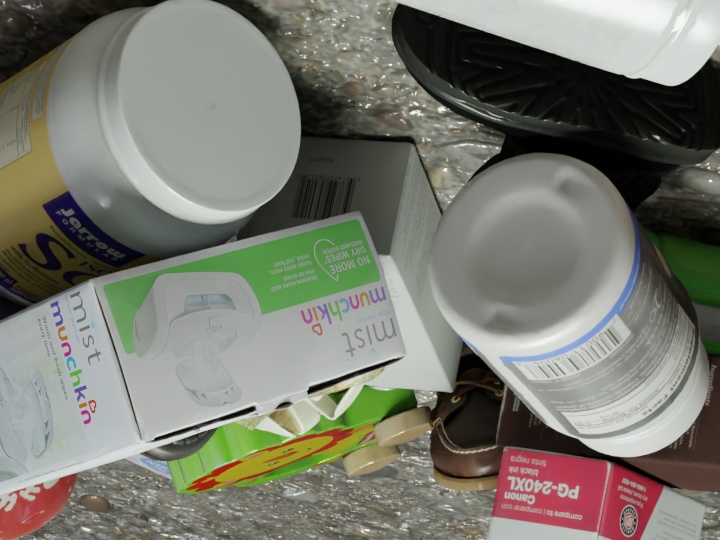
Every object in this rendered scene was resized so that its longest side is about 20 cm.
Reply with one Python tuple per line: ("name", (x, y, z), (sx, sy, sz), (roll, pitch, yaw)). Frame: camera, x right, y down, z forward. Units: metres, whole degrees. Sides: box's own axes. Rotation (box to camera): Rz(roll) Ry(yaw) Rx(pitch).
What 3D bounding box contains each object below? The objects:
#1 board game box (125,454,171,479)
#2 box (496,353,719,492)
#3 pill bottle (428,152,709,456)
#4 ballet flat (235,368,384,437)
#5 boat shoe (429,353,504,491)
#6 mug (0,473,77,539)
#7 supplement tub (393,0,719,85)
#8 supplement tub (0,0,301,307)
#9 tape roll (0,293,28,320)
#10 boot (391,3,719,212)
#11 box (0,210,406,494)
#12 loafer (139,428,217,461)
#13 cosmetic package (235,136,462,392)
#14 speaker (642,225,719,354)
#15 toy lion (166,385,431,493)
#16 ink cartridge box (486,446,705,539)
("board game box", (-0.165, 0.107, 1.661), (0.199, 0.044, 0.198), (29, 149, -32))
("box", (0.193, 0.095, 1.262), (0.199, 0.076, 0.100), (-1, 162, 44))
("pill bottle", (0.124, 0.027, 1.128), (0.113, 0.115, 0.200), (-2, 156, 25))
("ballet flat", (-0.041, 0.073, 1.313), (0.070, 0.071, 0.200), (21, 154, -20))
("boat shoe", (0.079, 0.102, 1.406), (0.070, 0.071, 0.200), (-7, -173, -1))
("mug", (-0.308, 0.099, 1.536), (0.176, 0.134, 0.201), (-14, 138, -16))
("supplement tub", (0.068, -0.171, 0.897), (0.198, 0.133, 0.132), (16, 154, -10))
("supplement tub", (-0.141, -0.066, 1.178), (0.145, 0.147, 0.199), (27, 151, -30))
("tape roll", (-0.251, 0.005, 1.292), (0.199, 0.201, 0.085), (31, 115, -36))
("boot", (0.087, -0.079, 1.136), (0.210, 0.080, 0.158), (20, 153, -19))
("box", (-0.107, 0.050, 1.162), (0.199, 0.098, 0.176), (-15, 175, -41))
("loafer", (-0.125, 0.051, 1.339), (0.073, 0.201, 0.071), (24, 133, -20))
("cosmetic package", (0.000, 0.000, 1.327), (0.107, 0.086, 0.200), (5, 155, 16))
("speaker", (0.239, 0.029, 1.289), (0.198, 0.089, 0.089), (13, 155, -5))
("toy lion", (-0.052, 0.125, 1.502), (0.190, 0.069, 0.200), (-18, 168, -15))
("ink cartridge box", (0.136, 0.226, 1.266), (0.083, 0.202, 0.145), (5, 167, 35))
